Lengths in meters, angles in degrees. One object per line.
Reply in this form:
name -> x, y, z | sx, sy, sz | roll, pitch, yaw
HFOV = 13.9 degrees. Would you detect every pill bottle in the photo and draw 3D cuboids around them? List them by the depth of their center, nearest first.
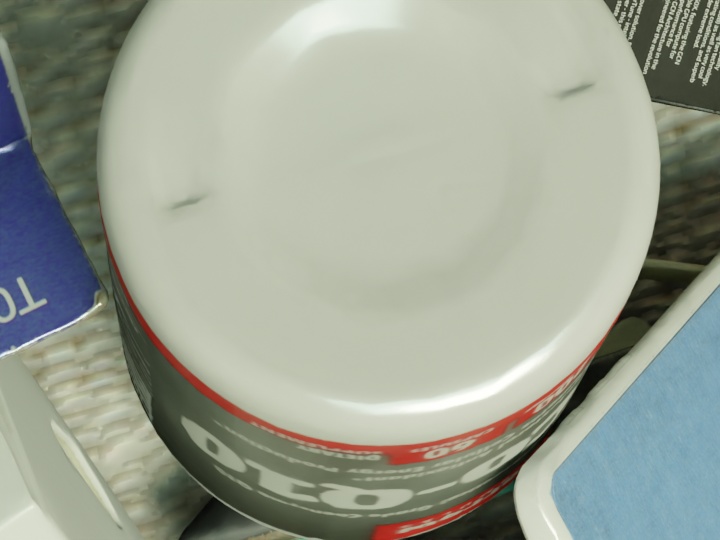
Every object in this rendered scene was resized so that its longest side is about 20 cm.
pill bottle -> 0.000, 0.000, 0.672 | 0.113, 0.200, 0.115 | 0, 76, -2

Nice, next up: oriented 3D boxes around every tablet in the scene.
tablet -> 0.106, 0.064, 0.727 | 0.014, 0.200, 0.131 | -22, 101, 34

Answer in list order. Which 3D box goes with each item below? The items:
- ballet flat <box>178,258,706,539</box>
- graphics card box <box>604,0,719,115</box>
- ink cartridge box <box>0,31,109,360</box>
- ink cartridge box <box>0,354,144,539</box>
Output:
ballet flat -> 0.043, 0.033, 0.806 | 0.199, 0.073, 0.074 | -11, 111, -9
graphics card box -> 0.063, -0.109, 0.746 | 0.199, 0.051, 0.126 | 6, 105, -36
ink cartridge box -> -0.183, -0.041, 0.643 | 0.196, 0.043, 0.201 | -26, 71, -10
ink cartridge box -> -0.145, 0.111, 0.710 | 0.199, 0.085, 0.145 | -31, 140, -1
